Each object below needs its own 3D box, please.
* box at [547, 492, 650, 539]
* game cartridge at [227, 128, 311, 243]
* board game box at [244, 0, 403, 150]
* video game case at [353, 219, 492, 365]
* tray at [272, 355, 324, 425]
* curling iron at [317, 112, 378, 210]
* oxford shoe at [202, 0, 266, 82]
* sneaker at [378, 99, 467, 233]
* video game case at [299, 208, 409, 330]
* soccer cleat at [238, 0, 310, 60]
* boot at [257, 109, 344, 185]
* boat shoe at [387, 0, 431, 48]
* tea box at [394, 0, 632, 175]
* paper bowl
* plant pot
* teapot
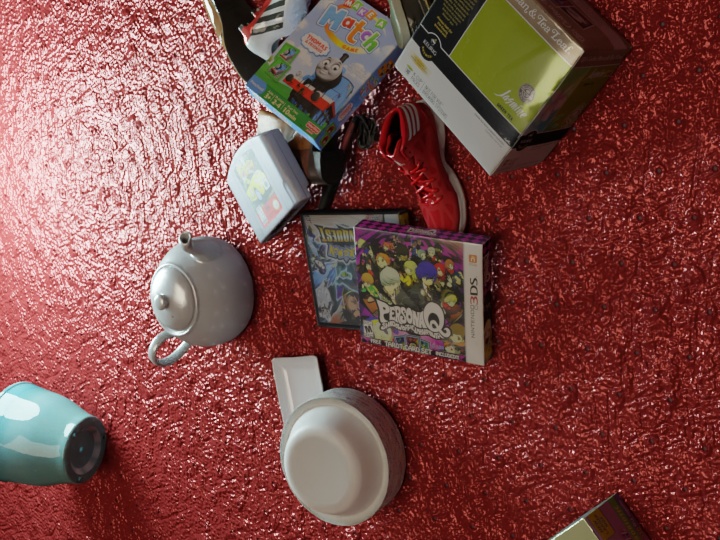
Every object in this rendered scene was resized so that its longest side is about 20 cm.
[{"bbox_3d":[0.302,0.426,1.373,0.177,0.096,0.200,55,130,17],"label":"box"},{"bbox_3d":[-0.146,-0.133,1.620,0.135,0.040,0.200,64,152,7],"label":"game cartridge"},{"bbox_3d":[-0.044,-0.288,1.469,0.151,0.037,0.201,38,83,27],"label":"board game box"},{"bbox_3d":[0.087,0.029,1.463,0.197,0.036,0.185,10,116,27],"label":"video game case"},{"bbox_3d":[-0.084,0.238,1.711,0.106,0.022,0.204,-7,96,42],"label":"tray"},{"bbox_3d":[-0.028,-0.149,1.568,0.050,0.025,0.201,49,127,25],"label":"curling iron"},{"bbox_3d":[-0.197,-0.377,1.648,0.203,0.070,0.071,68,159,6],"label":"oxford shoe"},{"bbox_3d":[0.074,-0.127,1.426,0.078,0.115,0.204,-17,89,41],"label":"sneaker"},{"bbox_3d":[0.000,0.000,1.569,0.198,0.025,0.184,2,107,40],"label":"video game case"},{"bbox_3d":[-0.099,-0.393,1.553,0.085,0.069,0.200,42,119,-4],"label":"soccer cleat"},{"bbox_3d":[-0.090,-0.229,1.590,0.199,0.068,0.192,17,112,53],"label":"boot"},{"bbox_3d":[0.058,-0.400,1.416,0.072,0.059,0.205,100,157,-80],"label":"boat shoe"},{"bbox_3d":[0.183,-0.263,1.288,0.201,0.133,0.198,51,128,19],"label":"tea box"},{"bbox_3d":[-0.037,0.291,1.611,0.197,0.104,0.205,5,101,29],"label":"paper bowl"},{"bbox_3d":[-0.618,0.338,2.096,0.185,0.200,0.204,8,106,23],"label":"plant pot"},{"bbox_3d":[-0.285,0.045,1.757,0.195,0.145,0.204,-15,91,42],"label":"teapot"}]
